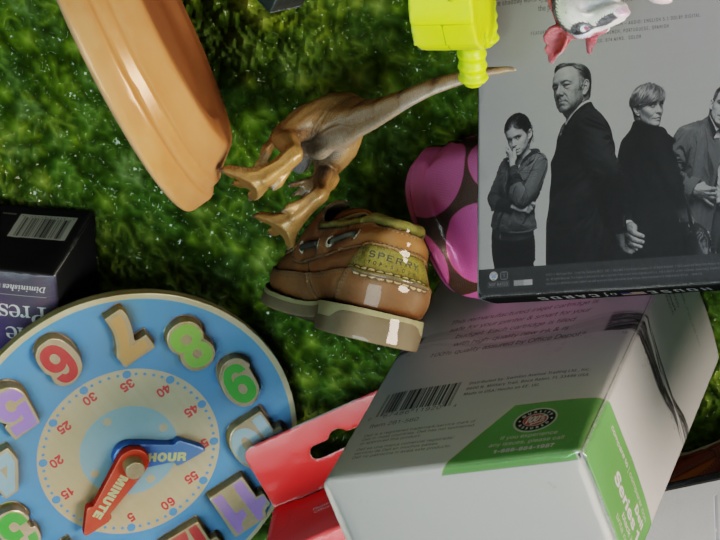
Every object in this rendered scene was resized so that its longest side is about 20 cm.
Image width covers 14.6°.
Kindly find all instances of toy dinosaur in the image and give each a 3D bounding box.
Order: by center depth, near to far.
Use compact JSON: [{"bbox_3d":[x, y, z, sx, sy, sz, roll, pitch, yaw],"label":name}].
[{"bbox_3d":[-0.015,-0.071,1.434,0.060,0.106,0.200,44,161,-16],"label":"toy dinosaur"}]

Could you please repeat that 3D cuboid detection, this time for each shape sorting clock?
[{"bbox_3d":[-0.132,0.103,1.599,0.199,0.039,0.201,-9,121,-16],"label":"shape sorting clock"}]

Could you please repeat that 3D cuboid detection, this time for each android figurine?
[{"bbox_3d":[0.046,-0.187,1.324,0.041,0.182,0.201,-1,117,10],"label":"android figurine"}]

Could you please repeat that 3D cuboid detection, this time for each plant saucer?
[{"bbox_3d":[-0.115,-0.127,1.433,0.037,0.200,0.201,-25,108,6],"label":"plant saucer"}]

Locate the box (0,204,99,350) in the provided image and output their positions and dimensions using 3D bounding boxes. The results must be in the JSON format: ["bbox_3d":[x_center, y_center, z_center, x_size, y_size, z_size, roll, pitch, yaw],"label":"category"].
[{"bbox_3d":[-0.255,0.035,1.636,0.199,0.079,0.141,5,123,12],"label":"box"}]

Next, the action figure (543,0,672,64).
[{"bbox_3d":[0.102,-0.194,1.307,0.149,0.134,0.201,17,108,14],"label":"action figure"}]

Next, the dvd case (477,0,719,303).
[{"bbox_3d":[0.129,-0.088,1.375,0.150,0.025,0.201,-4,80,25],"label":"dvd case"}]

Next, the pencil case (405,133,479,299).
[{"bbox_3d":[0.127,-0.038,1.436,0.200,0.091,0.094,-10,115,30],"label":"pencil case"}]

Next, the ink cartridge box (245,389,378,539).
[{"bbox_3d":[0.024,0.175,1.598,0.116,0.067,0.200,-25,108,12],"label":"ink cartridge box"}]

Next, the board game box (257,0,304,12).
[{"bbox_3d":[-0.036,-0.235,1.257,0.135,0.028,0.200,45,126,21],"label":"board game box"}]

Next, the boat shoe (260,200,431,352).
[{"bbox_3d":[0.000,0.000,1.482,0.072,0.200,0.068,13,90,-17],"label":"boat shoe"}]

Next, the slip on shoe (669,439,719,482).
[{"bbox_3d":[0.194,0.126,1.518,0.200,0.061,0.074,-11,112,27],"label":"slip on shoe"}]

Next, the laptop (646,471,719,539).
[{"bbox_3d":[0.244,0.196,1.468,0.199,0.116,0.188,-11,135,-2],"label":"laptop"}]

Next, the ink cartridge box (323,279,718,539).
[{"bbox_3d":[0.089,0.075,1.450,0.146,0.200,0.085,-9,118,28],"label":"ink cartridge box"}]
